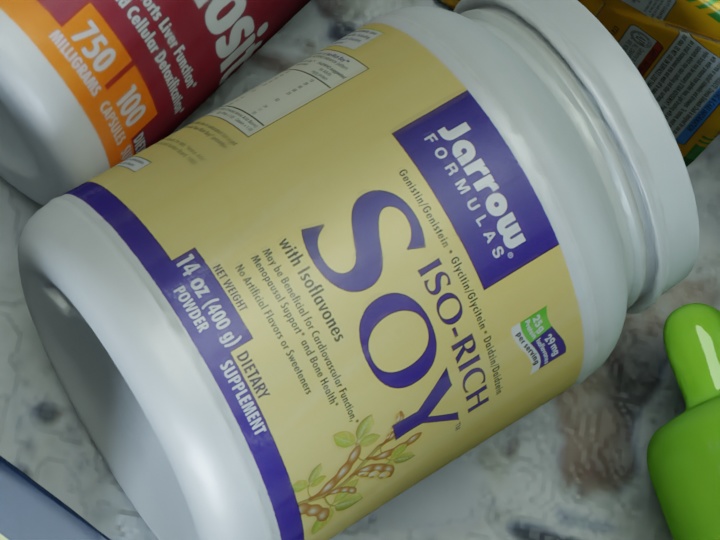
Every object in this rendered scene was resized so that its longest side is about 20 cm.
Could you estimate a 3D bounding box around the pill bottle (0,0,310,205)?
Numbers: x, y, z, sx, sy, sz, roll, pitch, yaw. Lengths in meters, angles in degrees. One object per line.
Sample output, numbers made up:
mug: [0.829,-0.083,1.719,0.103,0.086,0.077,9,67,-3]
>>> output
pill bottle: [-0.069,-0.125,0.863,0.113,0.113,0.200,43,72,5]

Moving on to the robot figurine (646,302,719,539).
robot figurine: [0.171,0.099,0.833,0.174,0.116,0.201,-22,78,11]

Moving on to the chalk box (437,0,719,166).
chalk box: [0.138,-0.164,0.903,0.124,0.125,0.201,35,72,2]

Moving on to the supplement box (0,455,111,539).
supplement box: [-0.215,0.120,0.754,0.199,0.134,0.200,36,71,2]

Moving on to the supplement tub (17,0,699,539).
supplement tub: [0.000,0.000,0.819,0.199,0.145,0.146,-31,80,-16]
